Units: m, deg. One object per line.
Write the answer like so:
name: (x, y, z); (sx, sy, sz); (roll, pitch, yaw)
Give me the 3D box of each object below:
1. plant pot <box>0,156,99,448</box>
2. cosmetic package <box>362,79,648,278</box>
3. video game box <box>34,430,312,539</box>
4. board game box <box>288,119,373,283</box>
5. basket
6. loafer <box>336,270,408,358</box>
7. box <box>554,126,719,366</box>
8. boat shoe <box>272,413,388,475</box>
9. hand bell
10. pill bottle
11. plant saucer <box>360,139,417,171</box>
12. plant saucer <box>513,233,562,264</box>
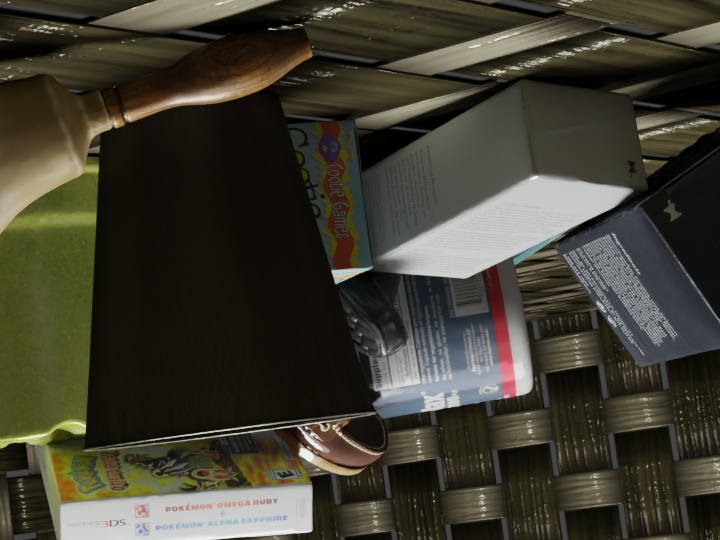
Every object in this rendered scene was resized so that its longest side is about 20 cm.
plant pot: (-0.234, 0.030, 1.426); (0.199, 0.185, 0.200); (-8, 174, -1)
cosmetic package: (0.090, -0.059, 1.394); (0.101, 0.072, 0.200); (5, 160, -37)
video game box: (-0.144, 0.140, 1.508); (0.181, 0.047, 0.200); (-5, -160, -13)
board game box: (-0.077, -0.033, 1.422); (0.103, 0.105, 0.200); (-5, 173, -20)
basket: (-0.090, 0.000, 1.245); (0.180, 0.201, 0.136); (-6, 175, -4)
loafer: (0.000, 0.000, 1.495); (0.070, 0.068, 0.201); (-24, -152, -7)
box: (0.267, -0.038, 1.422); (0.196, 0.118, 0.200); (-35, 180, -12)
boat shoe: (-0.040, 0.086, 1.471); (0.070, 0.071, 0.200); (-36, 136, 23)
hand bell: (-0.120, -0.087, 1.052); (0.199, 0.105, 0.104); (-20, 175, -5)
pill bottle: (0.027, 0.054, 1.583); (0.199, 0.120, 0.120); (-10, 174, 1)
plant saucer: (0.065, -0.077, 1.559); (0.199, 0.030, 0.200); (-8, 175, -1)
plant saucer: (0.139, -0.033, 1.692); (0.200, 0.027, 0.200); (-32, 174, -4)
